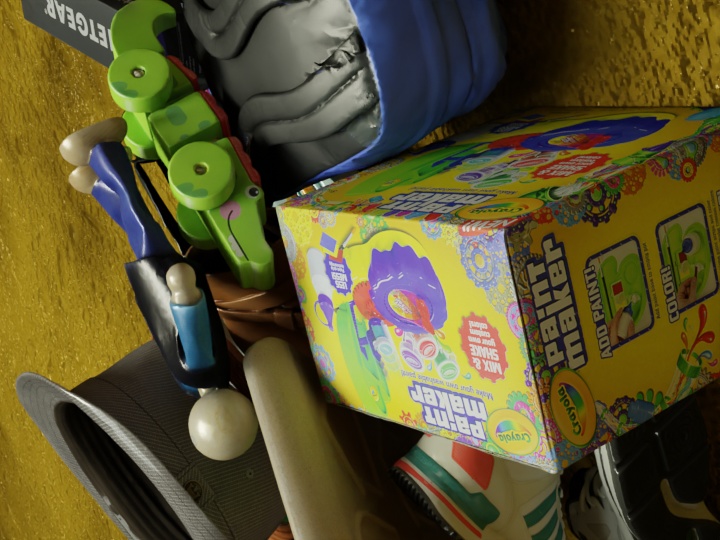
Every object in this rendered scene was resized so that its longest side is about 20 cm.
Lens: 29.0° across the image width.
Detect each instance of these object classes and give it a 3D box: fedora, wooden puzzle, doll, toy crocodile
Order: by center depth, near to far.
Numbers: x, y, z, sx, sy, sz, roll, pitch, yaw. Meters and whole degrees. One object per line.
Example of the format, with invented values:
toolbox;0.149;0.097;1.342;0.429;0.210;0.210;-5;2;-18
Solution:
doll;-0.110;0.016;0.804;0.202;0.048;0.137;62;168;16
wooden puzzle;0.007;0.150;0.813;0.046;0.200;0.187;-33;55;18
toy crocodile;-0.099;-0.075;0.827;0.201;0.061;0.068;56;166;25
fedora;-0.115;0.114;0.871;0.200;0.090;0.177;49;154;-1

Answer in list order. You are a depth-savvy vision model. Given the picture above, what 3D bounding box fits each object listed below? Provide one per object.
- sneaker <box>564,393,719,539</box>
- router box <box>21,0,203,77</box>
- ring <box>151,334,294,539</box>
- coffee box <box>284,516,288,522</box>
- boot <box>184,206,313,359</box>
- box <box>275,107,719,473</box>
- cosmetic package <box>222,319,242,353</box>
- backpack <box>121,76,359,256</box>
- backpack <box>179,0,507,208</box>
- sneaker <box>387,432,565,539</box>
sneaker;0.152;0.127;0.838;0.115;0.075;0.202;16;135;54
router box;-0.137;-0.202;1.015;0.199;0.156;0.053;31;135;44
ring;-0.088;0.120;0.951;0.200;0.019;0.202;39;146;33
coffee box;-0.022;0.126;1.093;0.044;0.122;0.201;45;142;26
boot;0.000;0.000;0.881;0.155;0.198;0.077;49;-151;-42
box;0.095;-0.003;0.746;0.199;0.191;0.124;9;118;55
cosmetic package;-0.078;0.042;1.060;0.051;0.200;0.083;-41;82;15
backpack;-0.061;-0.050;1.000;0.126;0.167;0.201;-40;70;13
backpack;-0.001;-0.149;0.814;0.164;0.167;0.200;63;158;-4
sneaker;0.100;0.132;0.826;0.070;0.094;0.200;36;176;46
